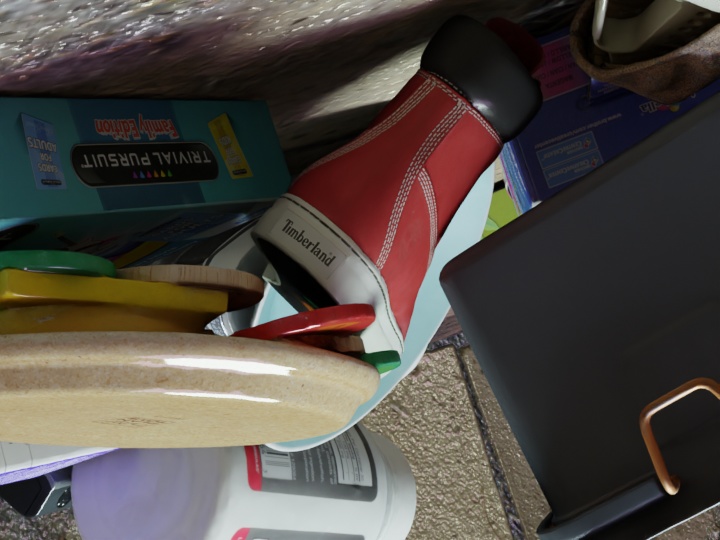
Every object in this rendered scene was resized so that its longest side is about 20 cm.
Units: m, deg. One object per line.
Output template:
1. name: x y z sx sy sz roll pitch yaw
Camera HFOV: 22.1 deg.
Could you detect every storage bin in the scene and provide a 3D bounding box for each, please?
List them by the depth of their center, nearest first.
1. storage bin: 0.130 0.015 0.736 0.200 0.135 0.145 -33 178 27

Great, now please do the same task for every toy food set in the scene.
1. toy food set: -0.084 0.035 0.701 0.199 0.049 0.198 8 166 -31

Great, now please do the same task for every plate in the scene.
1. plate: 0.000 0.000 0.936 0.200 0.026 0.201 -41 148 -33

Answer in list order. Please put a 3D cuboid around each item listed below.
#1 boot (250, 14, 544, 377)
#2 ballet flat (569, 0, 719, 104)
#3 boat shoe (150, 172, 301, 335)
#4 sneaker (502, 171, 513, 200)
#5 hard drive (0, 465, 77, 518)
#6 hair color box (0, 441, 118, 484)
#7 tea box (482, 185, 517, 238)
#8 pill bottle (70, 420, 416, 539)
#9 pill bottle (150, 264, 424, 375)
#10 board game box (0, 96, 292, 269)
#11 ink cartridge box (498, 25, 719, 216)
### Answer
1. boot: 0.026 -0.033 0.789 0.144 0.072 0.200 -49 171 -10
2. ballet flat: 0.128 -0.107 0.677 0.067 0.068 0.200 12 163 -12
3. boat shoe: -0.032 -0.020 0.975 0.068 0.072 0.200 17 -148 33
4. sneaker: 0.168 -0.061 1.091 0.199 0.088 0.074 -24 173 41
5. hard drive: -0.174 0.076 1.071 0.033 0.139 0.200 -57 161 16
6. hair color box: -0.187 0.047 0.859 0.065 0.110 0.200 -19 174 16
7. tea box: 0.202 -0.021 1.350 0.196 0.134 0.200 -22 174 35
8. pill bottle: -0.055 0.121 1.014 0.110 0.111 0.200 -22 159 30
9. pill bottle: -0.055 0.033 1.126 0.114 0.114 0.200 -23 172 38
10. board game box: -0.141 -0.018 0.708 0.151 0.047 0.200 -22 174 29
11. ink cartridge box: 0.133 -0.078 0.873 0.136 0.077 0.200 -20 176 3
